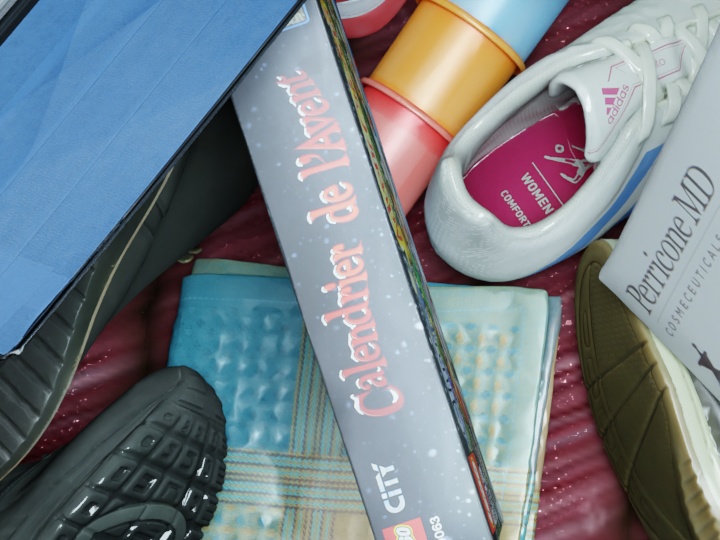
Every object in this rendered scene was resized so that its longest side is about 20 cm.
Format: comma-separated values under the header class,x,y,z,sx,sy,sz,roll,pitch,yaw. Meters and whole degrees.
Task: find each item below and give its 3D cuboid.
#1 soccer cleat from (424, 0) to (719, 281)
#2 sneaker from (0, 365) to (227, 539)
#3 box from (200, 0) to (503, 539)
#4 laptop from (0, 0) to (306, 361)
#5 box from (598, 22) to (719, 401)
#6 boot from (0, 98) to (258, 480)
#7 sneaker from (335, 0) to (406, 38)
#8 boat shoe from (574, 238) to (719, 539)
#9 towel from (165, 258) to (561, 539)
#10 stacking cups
class,x,y,z,sx,sy,sz,roll,pitch,yaw
soccer cleat,0.109,-0.065,1.020,0.200,0.086,0.070,-37,75,-5
sneaker,-0.133,0.104,1.016,0.200,0.076,0.091,-46,54,-1
box,0.000,0.000,0.953,0.037,0.137,0.201,-18,89,3
laptop,-0.136,-0.096,0.876,0.200,0.116,0.188,40,71,-5
box,0.206,-0.051,0.922,0.200,0.199,0.131,-38,74,-23
boot,-0.101,0.008,1.015,0.077,0.138,0.200,41,105,14
sneaker,-0.027,-0.172,1.082,0.071,0.113,0.201,-19,45,5
boat shoe,0.136,0.076,1.000,0.064,0.073,0.201,-16,72,-19
towel,-0.009,0.100,1.033,0.146,0.022,0.202,6,80,10
stacking cups,0.051,-0.107,1.051,0.060,0.061,0.200,35,83,13
